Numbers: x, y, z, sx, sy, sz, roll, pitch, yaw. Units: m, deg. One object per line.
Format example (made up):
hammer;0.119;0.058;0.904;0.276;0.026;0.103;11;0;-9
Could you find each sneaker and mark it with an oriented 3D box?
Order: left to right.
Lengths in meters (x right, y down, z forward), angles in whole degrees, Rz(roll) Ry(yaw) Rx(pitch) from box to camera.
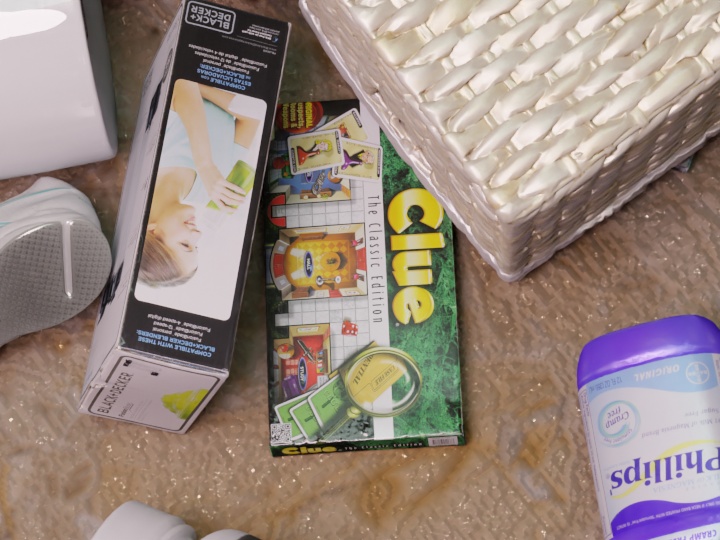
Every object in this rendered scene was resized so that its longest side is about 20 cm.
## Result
sneaker;-0.221;0.021;1.274;0.200;0.071;0.080;-30;31;5

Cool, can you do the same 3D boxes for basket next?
basket;0.096;-0.134;1.213;0.200;0.161;0.198;-36;83;-3

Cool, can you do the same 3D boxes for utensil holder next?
utensil holder;-0.241;-0.122;1.276;0.199;0.170;0.171;-9;67;-2

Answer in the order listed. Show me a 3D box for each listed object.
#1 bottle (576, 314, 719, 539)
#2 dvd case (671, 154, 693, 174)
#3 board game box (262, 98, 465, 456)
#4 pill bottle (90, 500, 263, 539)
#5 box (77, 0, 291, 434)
bottle;0.162;0.125;1.188;0.083;0.065;0.201;-15;66;18
dvd case;0.108;-0.153;1.304;0.199;0.022;0.146;20;85;4
board game box;0.000;0.000;1.281;0.104;0.023;0.201;-3;67;1
pill bottle;-0.043;0.195;1.153;0.199;0.114;0.114;23;71;14
box;-0.092;-0.027;1.245;0.060;0.117;0.201;14;67;-12
